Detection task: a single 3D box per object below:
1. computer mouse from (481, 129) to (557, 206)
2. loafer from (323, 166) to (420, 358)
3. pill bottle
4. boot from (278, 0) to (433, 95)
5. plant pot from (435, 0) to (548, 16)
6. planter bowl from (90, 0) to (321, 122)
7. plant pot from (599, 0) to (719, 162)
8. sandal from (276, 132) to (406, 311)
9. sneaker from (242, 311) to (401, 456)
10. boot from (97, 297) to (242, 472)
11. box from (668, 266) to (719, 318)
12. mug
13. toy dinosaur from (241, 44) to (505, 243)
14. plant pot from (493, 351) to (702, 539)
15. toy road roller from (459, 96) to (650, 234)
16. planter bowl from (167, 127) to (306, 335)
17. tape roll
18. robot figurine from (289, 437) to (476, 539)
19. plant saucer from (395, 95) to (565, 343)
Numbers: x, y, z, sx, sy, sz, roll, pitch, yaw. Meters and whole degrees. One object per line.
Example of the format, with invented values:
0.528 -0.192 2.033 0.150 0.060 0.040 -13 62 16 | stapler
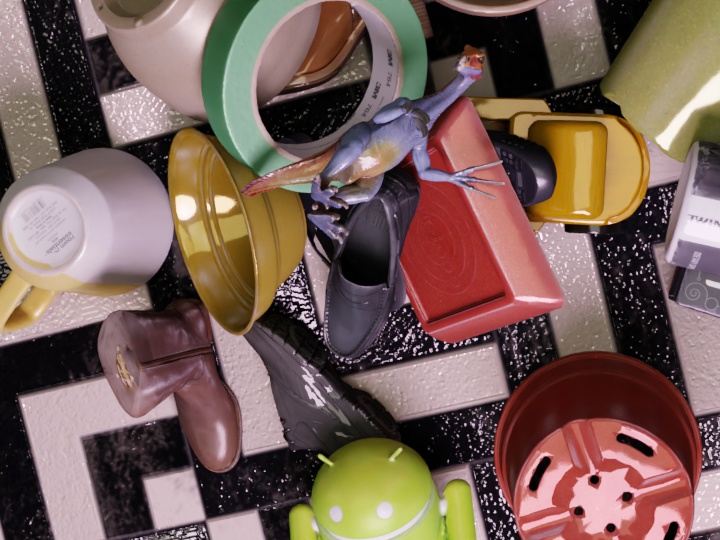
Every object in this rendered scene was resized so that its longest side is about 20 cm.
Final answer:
0.104 -0.107 1.113 0.034 0.200 0.059 -26 126 -27 | computer mouse
0.000 0.000 1.131 0.068 0.070 0.201 25 123 12 | loafer
0.357 -0.035 1.024 0.199 0.106 0.107 13 96 9 | pill bottle
-0.045 -0.255 1.171 0.199 0.074 0.155 -23 95 -3 | boot
0.120 -0.328 1.147 0.200 0.093 0.202 0 92 3 | plant pot
-0.154 -0.246 1.118 0.200 0.135 0.201 -8 75 32 | planter bowl
0.315 -0.190 1.095 0.200 0.200 0.184 40 110 4 | plant pot
-0.030 -0.038 1.209 0.200 0.043 0.076 54 143 9 | sandal
-0.055 0.125 1.228 0.200 0.076 0.091 46 105 5 | sneaker
-0.178 0.120 1.180 0.064 0.200 0.187 -16 92 10 | boot
0.391 0.000 1.126 0.199 0.106 0.123 17 95 8 | box
-0.274 -0.025 1.210 0.149 0.153 0.187 8 96 8 | mug
0.019 -0.120 1.031 0.200 0.105 0.182 23 65 26 | toy dinosaur
0.214 0.185 1.125 0.200 0.195 0.202 1 95 9 | plant pot
0.159 -0.095 1.137 0.199 0.146 0.123 3 94 9 | toy road roller
-0.106 -0.045 1.194 0.083 0.200 0.201 -16 92 -25 | planter bowl
-0.037 -0.169 1.090 0.200 0.048 0.201 -13 118 -27 | tape roll
0.022 0.241 1.180 0.175 0.116 0.201 -9 124 11 | robot figurine
0.076 -0.033 1.141 0.037 0.200 0.200 -25 90 -29 | plant saucer
